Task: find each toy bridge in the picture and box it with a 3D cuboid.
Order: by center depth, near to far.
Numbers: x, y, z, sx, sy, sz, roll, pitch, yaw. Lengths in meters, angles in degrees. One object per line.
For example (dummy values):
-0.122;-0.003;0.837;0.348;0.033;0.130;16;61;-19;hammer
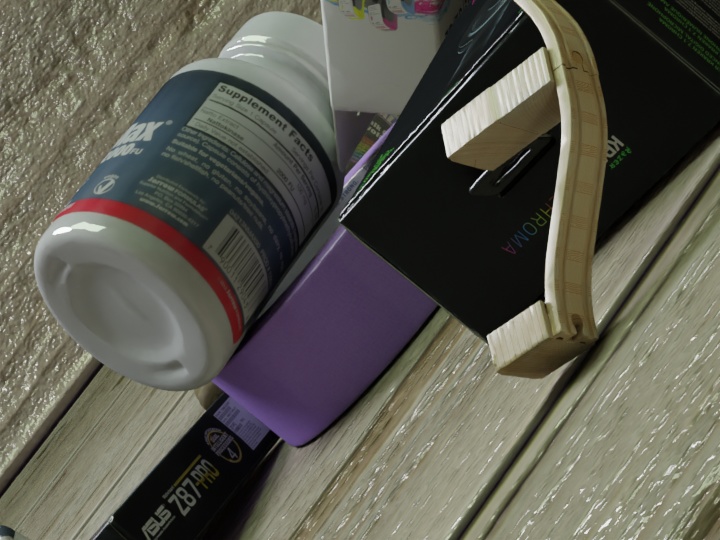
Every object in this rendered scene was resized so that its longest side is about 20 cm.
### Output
0.062;-0.063;0.906;0.067;0.027;0.202;-36;54;41;toy bridge

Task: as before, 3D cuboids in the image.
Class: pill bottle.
-0.078;-0.044;1.285;0.200;0.119;0.120;-55;8;-35;pill bottle

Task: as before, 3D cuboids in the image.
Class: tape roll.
0.000;0.000;1.313;0.201;0.065;0.200;-51;7;8;tape roll

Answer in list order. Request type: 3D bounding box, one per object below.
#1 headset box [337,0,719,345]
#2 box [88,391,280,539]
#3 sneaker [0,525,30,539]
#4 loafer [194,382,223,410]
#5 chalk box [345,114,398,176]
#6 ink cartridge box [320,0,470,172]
0.094;-0.088;1.042;0.174;0.093;0.200;-46;9;38;headset box
-0.131;0.162;1.315;0.161;0.049;0.200;-50;0;26;box
-0.314;0.287;1.820;0.201;0.071;0.073;-53;7;-18;sneaker
-0.109;0.045;1.763;0.076;0.067;0.200;-49;7;11;loafer
-0.034;-0.064;1.625;0.124;0.124;0.200;-47;7;27;chalk box
0.025;-0.161;1.246;0.115;0.067;0.201;-62;-27;-51;ink cartridge box
